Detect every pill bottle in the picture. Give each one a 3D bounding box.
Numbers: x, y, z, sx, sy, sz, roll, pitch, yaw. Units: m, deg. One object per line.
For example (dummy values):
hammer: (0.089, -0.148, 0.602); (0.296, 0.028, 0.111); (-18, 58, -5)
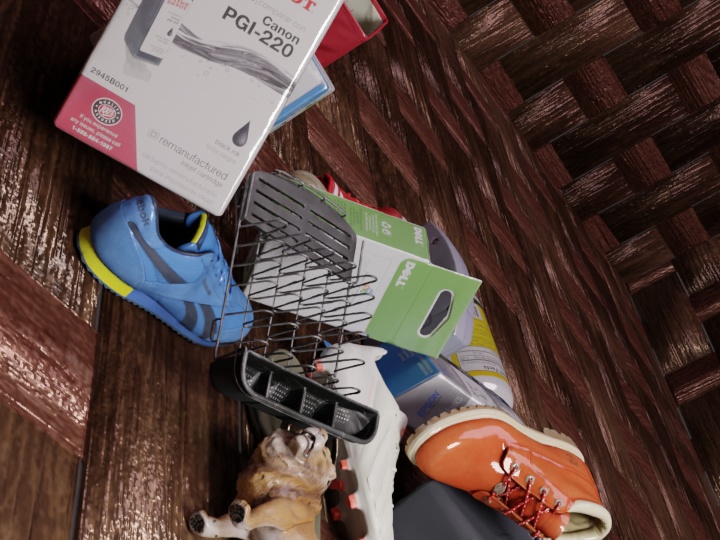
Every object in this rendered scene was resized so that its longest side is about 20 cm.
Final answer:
pill bottle: (0.110, 0.126, 1.301); (0.111, 0.111, 0.200); (41, 26, -46)

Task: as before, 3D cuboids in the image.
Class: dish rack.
dish rack: (-0.043, 0.023, 0.881); (0.153, 0.055, 0.200); (32, 57, -44)

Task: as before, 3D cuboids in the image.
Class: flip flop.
flip flop: (-0.047, 0.145, 0.917); (0.081, 0.058, 0.200); (47, 22, -36)

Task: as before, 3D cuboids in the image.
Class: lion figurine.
lion figurine: (-0.043, 0.207, 0.792); (0.122, 0.072, 0.200); (8, 60, -55)

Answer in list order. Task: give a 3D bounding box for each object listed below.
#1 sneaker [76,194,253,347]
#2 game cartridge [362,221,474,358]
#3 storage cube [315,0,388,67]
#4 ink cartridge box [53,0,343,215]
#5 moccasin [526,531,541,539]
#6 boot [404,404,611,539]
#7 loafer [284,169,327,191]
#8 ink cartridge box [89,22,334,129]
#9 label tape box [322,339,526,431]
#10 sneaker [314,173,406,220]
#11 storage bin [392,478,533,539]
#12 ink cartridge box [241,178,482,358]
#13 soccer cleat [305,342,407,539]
sneaker: (-0.129, 0.002, 0.888); (0.200, 0.078, 0.066); (39, 25, -52)
game cartridge: (0.061, 0.036, 1.269); (0.040, 0.133, 0.200); (42, 25, -32)
storage cube: (-0.097, -0.297, 1.281); (0.171, 0.180, 0.200); (57, 18, -11)
ink cartridge box: (-0.122, -0.162, 0.871); (0.146, 0.200, 0.085); (29, -1, -12)
moccasin: (0.166, 0.264, 1.152); (0.068, 0.080, 0.200); (-2, 82, -53)
boot: (0.134, 0.182, 0.987); (0.200, 0.075, 0.107); (17, 30, -30)
loafer: (-0.031, -0.016, 1.205); (0.200, 0.076, 0.068); (51, 19, 1)
ink cartridge box: (-0.123, -0.185, 1.022); (0.146, 0.147, 0.200); (57, 6, -7)
label tape box: (0.069, 0.119, 1.113); (0.200, 0.063, 0.144); (36, 5, -16)
sneaker: (-0.008, -0.074, 1.347); (0.116, 0.078, 0.200); (59, 16, -7)
storage bin: (0.104, 0.262, 1.045); (0.134, 0.146, 0.200); (56, 15, 22)
ink cartridge box: (0.000, 0.000, 1.054); (0.200, 0.104, 0.059); (19, 32, -13)
soccer cleat: (0.010, 0.156, 0.974); (0.069, 0.078, 0.200); (129, -48, -61)
